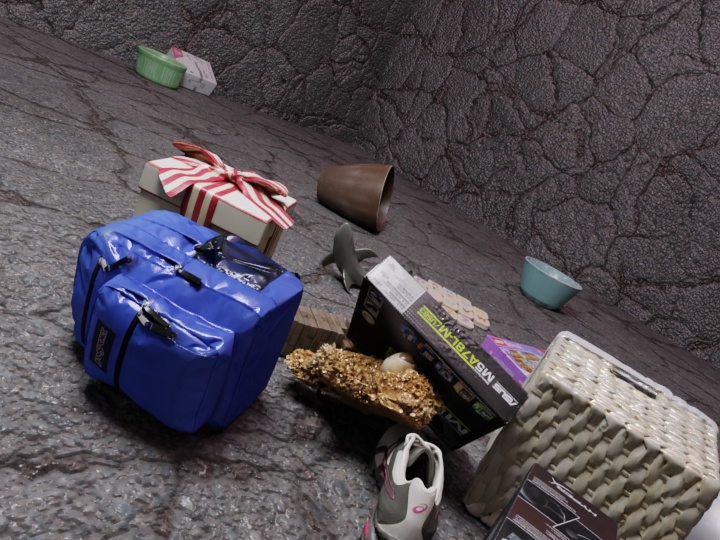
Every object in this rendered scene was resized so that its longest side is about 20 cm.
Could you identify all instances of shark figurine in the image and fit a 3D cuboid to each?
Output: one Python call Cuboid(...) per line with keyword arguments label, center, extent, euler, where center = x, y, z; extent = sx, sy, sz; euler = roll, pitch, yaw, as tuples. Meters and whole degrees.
Cuboid(label="shark figurine", center=(0.004, 0.017, 1.044), extent=(0.214, 0.128, 0.090), euler=(38, 36, -26))

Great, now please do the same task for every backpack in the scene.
Cuboid(label="backpack", center=(-0.181, 0.037, 0.517), extent=(0.198, 0.164, 0.168), euler=(30, 21, 11))

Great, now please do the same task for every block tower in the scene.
Cuboid(label="block tower", center=(-0.031, 0.099, 0.745), extent=(0.198, 0.058, 0.054), euler=(20, 17, -27))

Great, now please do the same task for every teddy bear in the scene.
Cuboid(label="teddy bear", center=(0.001, 0.116, 0.592), extent=(0.144, 0.068, 0.199), euler=(33, -21, -19))

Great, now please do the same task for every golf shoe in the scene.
Cuboid(label="golf shoe", center=(0.055, 0.197, 0.529), extent=(0.076, 0.089, 0.200), euler=(24, 16, 0))

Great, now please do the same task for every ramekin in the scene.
Cuboid(label="ramekin", center=(-0.820, -0.826, 2.199), extent=(0.197, 0.099, 0.200), euler=(24, 17, -8))

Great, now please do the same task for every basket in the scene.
Cuboid(label="basket", center=(0.248, 0.210, 0.587), extent=(0.197, 0.202, 0.160), euler=(33, 20, 20))

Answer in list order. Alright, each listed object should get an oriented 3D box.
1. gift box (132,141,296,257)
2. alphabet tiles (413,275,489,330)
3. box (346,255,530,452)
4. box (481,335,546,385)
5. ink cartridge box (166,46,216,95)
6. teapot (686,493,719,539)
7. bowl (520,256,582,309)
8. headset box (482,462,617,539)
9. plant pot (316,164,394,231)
Cuboid(label="gift box", center=(-0.191, -0.048, 0.704), extent=(0.182, 0.189, 0.200), euler=(24, 16, -6))
Cuboid(label="alphabet tiles", center=(0.206, 0.073, 1.240), extent=(0.198, 0.015, 0.196), euler=(27, 17, 3))
Cuboid(label="box", center=(0.072, 0.104, 0.611), extent=(0.047, 0.194, 0.200), euler=(-38, 76, -24))
Cuboid(label="box", center=(0.342, 0.196, 1.039), extent=(0.197, 0.040, 0.137), euler=(17, 20, -29))
Cuboid(label="ink cartridge box", center=(-0.763, -0.894, 2.418), extent=(0.198, 0.082, 0.148), euler=(6, 55, -50))
Cuboid(label="teapot", center=(0.499, 0.338, 0.676), extent=(0.198, 0.148, 0.198), euler=(27, 17, 0))
Cuboid(label="bowl", center=(0.596, 0.051, 1.728), extent=(0.198, 0.106, 0.201), euler=(23, 17, -8))
Cuboid(label="headset box", center=(0.089, 0.239, 0.347), extent=(0.077, 0.151, 0.199), euler=(33, 18, 24))
Cuboid(label="plant pot", center=(-0.019, -0.229, 1.549), extent=(0.197, 0.190, 0.187), euler=(15, 15, 11))
